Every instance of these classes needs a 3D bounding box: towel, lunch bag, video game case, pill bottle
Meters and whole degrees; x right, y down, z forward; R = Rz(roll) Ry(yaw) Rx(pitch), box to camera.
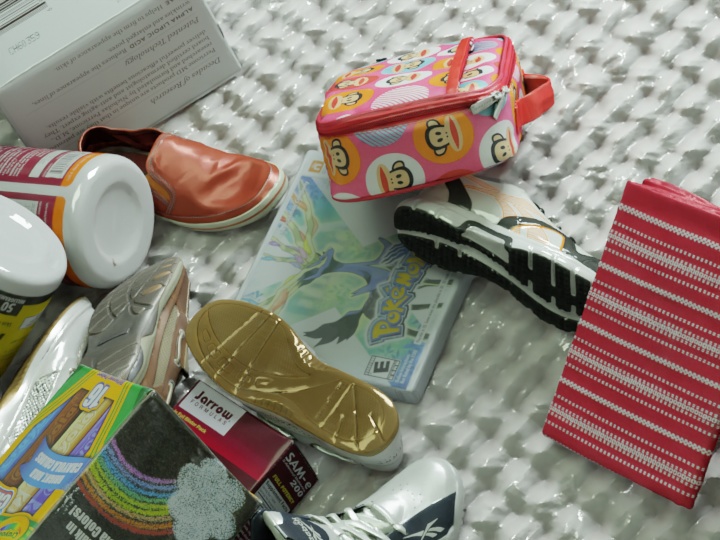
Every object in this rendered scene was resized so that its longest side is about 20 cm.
[{"bbox_3d":[0.210,0.046,1.427,0.144,0.022,0.201,25,99,45],"label":"towel"},{"bbox_3d":[0.062,-0.121,1.587,0.175,0.082,0.200,-11,17,10],"label":"lunch bag"},{"bbox_3d":[0.000,0.000,1.617,0.181,0.022,0.201,10,61,28],"label":"video game case"},{"bbox_3d":[-0.321,0.045,1.612,0.200,0.111,0.111,-55,45,26],"label":"pill bottle"},{"bbox_3d":[-0.278,-0.047,1.702,0.199,0.110,0.110,6,59,31],"label":"pill bottle"}]

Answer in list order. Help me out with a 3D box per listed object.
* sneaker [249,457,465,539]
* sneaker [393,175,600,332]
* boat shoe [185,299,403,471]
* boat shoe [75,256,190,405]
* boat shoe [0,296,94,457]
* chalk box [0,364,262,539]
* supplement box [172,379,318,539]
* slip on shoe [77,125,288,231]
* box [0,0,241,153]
[{"bbox_3d":[-0.012,0.187,1.418,0.199,0.130,0.079,-42,52,-11],"label":"sneaker"},{"bbox_3d":[0.126,-0.022,1.539,0.199,0.074,0.080,29,54,19],"label":"sneaker"},{"bbox_3d":[-0.050,0.093,1.538,0.200,0.069,0.071,34,72,30],"label":"boat shoe"},{"bbox_3d":[-0.169,0.063,1.604,0.075,0.072,0.200,-20,27,24],"label":"boat shoe"},{"bbox_3d":[-0.243,0.107,1.606,0.069,0.071,0.200,32,48,-7],"label":"boat shoe"},{"bbox_3d":[-0.191,0.183,1.395,0.200,0.125,0.124,-49,27,-16],"label":"chalk box"},{"bbox_3d":[-0.138,0.189,1.512,0.109,0.061,0.200,29,70,35],"label":"supplement box"},{"bbox_3d":[-0.152,-0.081,1.711,0.199,0.061,0.074,12,60,27],"label":"slip on shoe"},{"bbox_3d":[-0.243,-0.219,1.801,0.199,0.131,0.199,-32,50,-3],"label":"box"}]
